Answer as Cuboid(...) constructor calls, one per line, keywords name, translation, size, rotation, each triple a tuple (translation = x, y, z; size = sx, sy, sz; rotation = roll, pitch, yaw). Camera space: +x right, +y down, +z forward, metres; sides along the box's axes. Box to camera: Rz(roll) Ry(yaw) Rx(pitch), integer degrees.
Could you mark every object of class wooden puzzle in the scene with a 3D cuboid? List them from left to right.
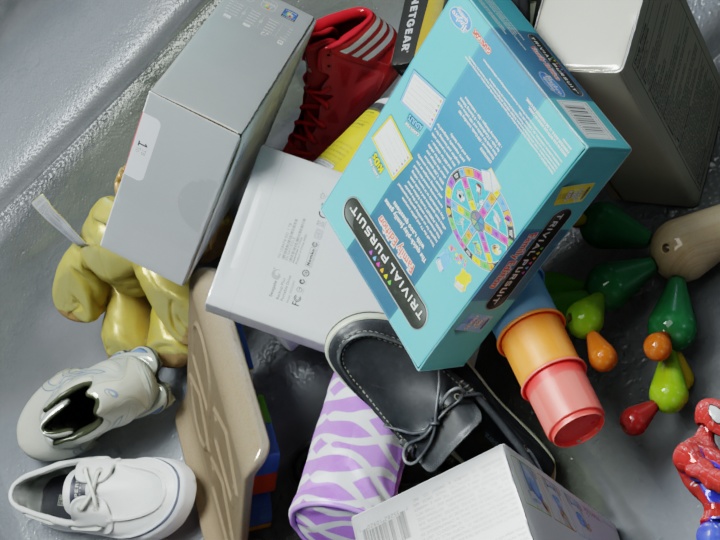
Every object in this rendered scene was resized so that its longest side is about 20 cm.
Cuboid(name="wooden puzzle", translation=(-0.104, 0.126, 1.018), size=(0.046, 0.201, 0.187), rotation=(-6, 52, -20))

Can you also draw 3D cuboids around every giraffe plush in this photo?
Cuboid(name="giraffe plush", translation=(-0.185, -0.032, 1.151), size=(0.171, 0.201, 0.163), rotation=(-9, 32, 37))

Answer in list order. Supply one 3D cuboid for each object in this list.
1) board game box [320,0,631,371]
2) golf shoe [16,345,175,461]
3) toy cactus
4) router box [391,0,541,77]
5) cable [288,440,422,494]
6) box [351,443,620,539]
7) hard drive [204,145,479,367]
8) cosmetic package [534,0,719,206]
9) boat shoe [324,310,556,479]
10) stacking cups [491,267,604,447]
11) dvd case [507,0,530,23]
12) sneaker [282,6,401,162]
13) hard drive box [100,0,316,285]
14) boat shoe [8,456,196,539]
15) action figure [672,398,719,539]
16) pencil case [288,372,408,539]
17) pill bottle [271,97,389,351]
Cuboid(name="board game box", translation=(0.066, -0.058, 0.833), size=(0.201, 0.047, 0.152), rotation=(-56, 52, 35))
Cuboid(name="golf shoe", translation=(-0.261, 0.125, 1.126), size=(0.199, 0.097, 0.079), rotation=(-30, 85, 35))
Cuboid(name="toy cactus", translation=(0.200, 0.010, 0.907), size=(0.163, 0.103, 0.201), rotation=(-26, 50, -2))
Cuboid(name="router box", translation=(0.121, -0.260, 1.105), size=(0.155, 0.052, 0.203), rotation=(-2, 67, 33))
Cuboid(name="cable", translation=(0.014, 0.172, 0.961), size=(0.200, 0.050, 0.098), rotation=(38, 95, 40))
Cuboid(name="box", translation=(0.097, 0.202, 0.793), size=(0.112, 0.200, 0.102), rotation=(-28, 55, 17))
Cuboid(name="hard drive", translation=(0.000, 0.000, 0.936), size=(0.197, 0.027, 0.133), rotation=(19, 68, -2))
Cuboid(name="cosmetic package", translation=(0.193, -0.134, 0.895), size=(0.072, 0.200, 0.105), rotation=(7, 70, 33))
Cuboid(name="boat shoe", translation=(0.058, 0.102, 0.880), size=(0.075, 0.200, 0.062), rotation=(-46, 10, 18))
Cuboid(name="stacking cups", translation=(0.105, 0.030, 0.865), size=(0.060, 0.060, 0.202), rotation=(-32, 53, 17))
Cuboid(name="dvd case", translation=(0.111, -0.154, 0.936), size=(0.017, 0.200, 0.145), rotation=(-2, 106, 4))
Cuboid(name="sneaker", translation=(-0.044, -0.148, 1.120), size=(0.078, 0.115, 0.201), rotation=(33, 86, 41))
Cuboid(name="hard drive box", translation=(-0.119, -0.114, 1.016), size=(0.201, 0.076, 0.157), rotation=(-68, 4, -52))
Cuboid(name="boat shoe", translation=(-0.227, 0.197, 1.094), size=(0.198, 0.065, 0.075), rotation=(-16, 64, 36))
Cuboid(name="action figure", translation=(0.249, 0.171, 0.793), size=(0.098, 0.065, 0.203), rotation=(-20, 58, 35))
Cuboid(name="pencil case", translation=(0.012, 0.115, 0.947), size=(0.084, 0.084, 0.202), rotation=(10, 55, 13))
Cuboid(name="pill bottle", translation=(-0.012, -0.034, 1.022), size=(0.200, 0.112, 0.112), rotation=(-45, 49, -9))
